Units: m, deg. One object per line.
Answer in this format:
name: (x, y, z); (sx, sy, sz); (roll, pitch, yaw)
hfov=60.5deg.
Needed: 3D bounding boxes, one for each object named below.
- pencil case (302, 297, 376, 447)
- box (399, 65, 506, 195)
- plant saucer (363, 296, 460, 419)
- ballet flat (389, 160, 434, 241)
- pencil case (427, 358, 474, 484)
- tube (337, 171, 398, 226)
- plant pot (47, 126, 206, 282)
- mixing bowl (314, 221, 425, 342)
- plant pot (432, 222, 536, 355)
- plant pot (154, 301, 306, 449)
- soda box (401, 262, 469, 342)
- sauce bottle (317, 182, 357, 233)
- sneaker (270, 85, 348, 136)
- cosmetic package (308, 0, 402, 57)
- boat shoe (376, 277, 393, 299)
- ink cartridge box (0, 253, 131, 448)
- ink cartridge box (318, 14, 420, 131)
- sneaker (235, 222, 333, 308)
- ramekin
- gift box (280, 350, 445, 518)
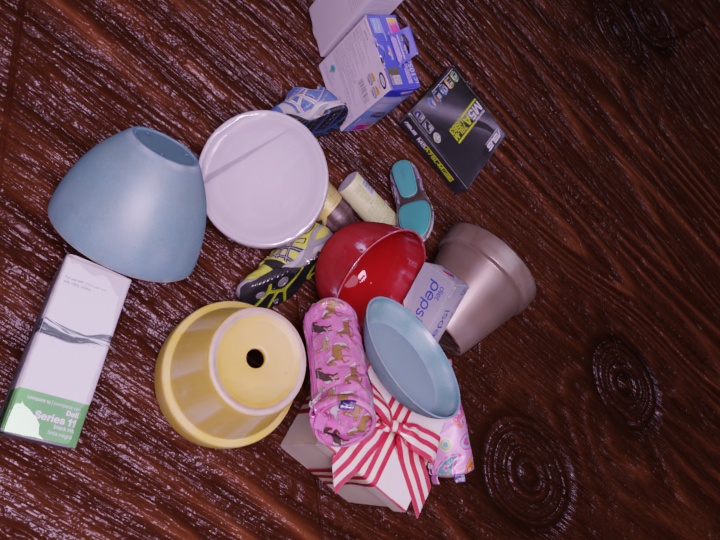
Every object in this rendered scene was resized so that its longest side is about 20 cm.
pencil case: (-0.032, 0.128, 0.813); (0.202, 0.081, 0.088); (-101, 170, -51)
box: (0.196, -0.294, 1.284); (0.194, 0.047, 0.201); (47, 57, -11)
plant saucer: (0.067, 0.131, 0.887); (0.199, 0.036, 0.202); (40, 26, -24)
ballet flat: (0.098, -0.113, 1.129); (0.071, 0.072, 0.204); (17, 46, -28)
pencil case: (0.139, 0.257, 1.067); (0.086, 0.087, 0.206); (-6, 81, -34)
tube: (0.040, -0.090, 1.125); (0.058, 0.052, 0.200); (-44, 112, 6)
plant pot: (-0.278, -0.102, 0.798); (0.197, 0.136, 0.201); (30, 18, -11)
mixing bowl: (0.000, 0.000, 0.974); (0.197, 0.204, 0.108); (-24, 47, -36)
plant pot: (0.186, 0.047, 1.111); (0.174, 0.199, 0.201); (-46, 103, -17)
plant pot: (-0.163, 0.132, 0.828); (0.196, 0.188, 0.207); (8, 71, -25)
soda box: (0.096, 0.092, 1.018); (0.063, 0.068, 0.203); (7, 115, -55)
sauce bottle: (-0.057, -0.109, 1.051); (0.200, 0.064, 0.065); (45, 57, -13)
sneaker: (-0.116, -0.265, 1.063); (0.197, 0.076, 0.078); (-24, 68, -36)
cosmetic package: (-0.010, -0.478, 1.104); (0.072, 0.199, 0.105); (-9, 81, -34)
boat shoe: (0.049, 0.047, 1.082); (0.059, 0.076, 0.204); (21, 70, 15)
ink cartridge box: (-0.358, 0.102, 0.742); (0.082, 0.145, 0.205); (22, 66, -27)
ink cartridge box: (0.021, -0.351, 1.089); (0.075, 0.199, 0.140); (-17, 86, -35)
sneaker: (-0.121, -0.010, 0.990); (0.198, 0.076, 0.076); (-31, 63, -33)
ramekin: (-0.145, -0.130, 0.943); (0.196, 0.094, 0.209); (1, 82, -4)
gift box: (0.009, 0.254, 0.919); (0.183, 0.186, 0.203); (37, 58, -18)
